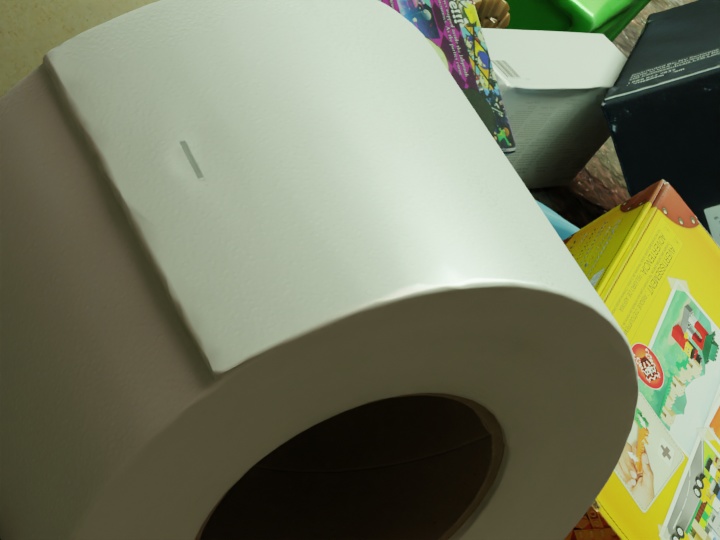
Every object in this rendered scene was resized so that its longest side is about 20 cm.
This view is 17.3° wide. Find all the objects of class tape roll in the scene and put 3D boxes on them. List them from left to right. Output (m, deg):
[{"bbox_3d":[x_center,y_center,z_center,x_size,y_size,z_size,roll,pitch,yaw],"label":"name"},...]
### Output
[{"bbox_3d":[-0.030,0.028,0.756,0.202,0.203,0.140,16,33,-45],"label":"tape roll"}]

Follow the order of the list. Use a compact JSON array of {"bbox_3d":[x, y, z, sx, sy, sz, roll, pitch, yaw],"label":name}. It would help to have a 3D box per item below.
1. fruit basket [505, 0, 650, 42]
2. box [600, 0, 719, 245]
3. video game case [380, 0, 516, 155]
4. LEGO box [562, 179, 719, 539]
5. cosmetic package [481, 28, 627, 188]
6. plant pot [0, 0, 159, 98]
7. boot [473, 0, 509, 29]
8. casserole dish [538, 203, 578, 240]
[{"bbox_3d":[0.087,-0.214,1.465,0.214,0.156,0.217,22,45,-23],"label":"fruit basket"},{"bbox_3d":[0.228,-0.043,1.292,0.198,0.122,0.201,-57,129,-68],"label":"box"},{"bbox_3d":[-0.020,-0.141,1.134,0.181,0.036,0.201,-9,80,-45],"label":"video game case"},{"bbox_3d":[0.115,0.080,0.959,0.149,0.077,0.200,51,36,-10],"label":"LEGO box"},{"bbox_3d":[0.083,-0.088,1.296,0.051,0.083,0.200,46,23,18],"label":"cosmetic package"},{"bbox_3d":[-0.111,-0.067,0.846,0.134,0.201,0.200,-28,69,-40],"label":"plant pot"},{"bbox_3d":[-0.013,-0.133,1.258,0.107,0.075,0.200,31,22,23],"label":"boot"},{"bbox_3d":[0.104,0.040,1.137,0.121,0.039,0.201,19,31,-37],"label":"casserole dish"}]
